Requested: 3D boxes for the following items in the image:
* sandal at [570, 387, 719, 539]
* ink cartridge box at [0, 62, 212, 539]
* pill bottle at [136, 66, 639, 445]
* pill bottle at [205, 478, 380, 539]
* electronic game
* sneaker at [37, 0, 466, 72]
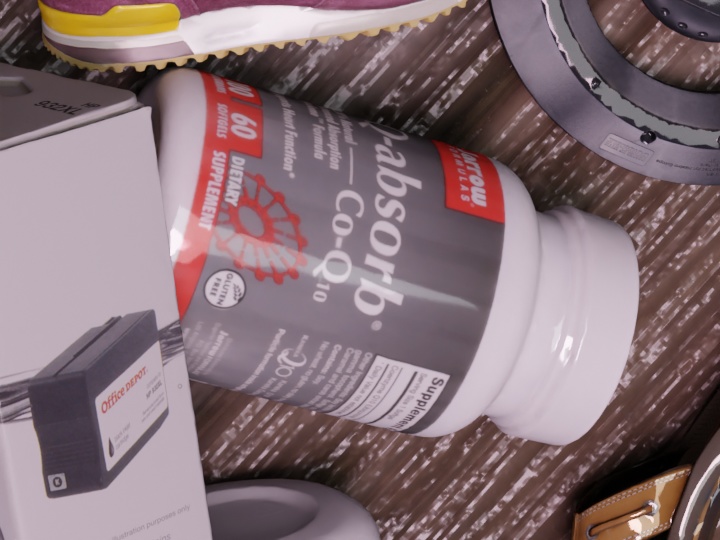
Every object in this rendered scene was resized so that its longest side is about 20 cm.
[{"bbox_3d":[0.124,0.101,0.974,0.054,0.082,0.201,28,97,-3],"label":"sandal"},{"bbox_3d":[-0.134,0.035,0.824,0.083,0.145,0.201,-20,112,-36],"label":"ink cartridge box"},{"bbox_3d":[0.000,0.000,0.893,0.199,0.116,0.117,15,99,-18],"label":"pill bottle"},{"bbox_3d":[-0.040,0.194,0.931,0.112,0.112,0.201,-8,106,-13],"label":"pill bottle"},{"bbox_3d":[0.149,-0.134,0.938,0.199,0.042,0.201,-1,103,-7],"label":"electronic game"},{"bbox_3d":[-0.029,-0.138,0.861,0.199,0.075,0.091,-15,125,-15],"label":"sneaker"}]
